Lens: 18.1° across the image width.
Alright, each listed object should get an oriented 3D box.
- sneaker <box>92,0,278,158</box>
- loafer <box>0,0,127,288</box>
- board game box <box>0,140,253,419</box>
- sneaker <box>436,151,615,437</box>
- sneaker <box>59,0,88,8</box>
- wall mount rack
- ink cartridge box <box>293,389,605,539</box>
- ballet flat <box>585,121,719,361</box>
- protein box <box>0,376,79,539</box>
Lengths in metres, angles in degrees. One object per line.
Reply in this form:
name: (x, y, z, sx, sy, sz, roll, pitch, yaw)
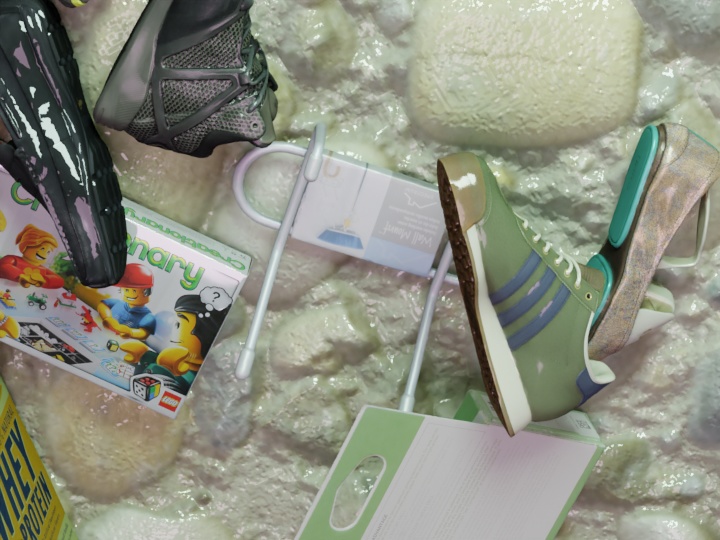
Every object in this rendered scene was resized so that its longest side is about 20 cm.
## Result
sneaker: (-0.083, -0.154, 1.456, 0.114, 0.076, 0.200, 26, 117, -10)
loafer: (-0.207, -0.081, 1.485, 0.070, 0.068, 0.202, -18, 95, 10)
board game box: (-0.190, 0.006, 1.558, 0.199, 0.035, 0.127, 25, 113, -8)
sneaker: (0.111, 0.006, 1.459, 0.089, 0.067, 0.201, -17, 115, -5)
sneaker: (-0.137, -0.249, 1.413, 0.200, 0.076, 0.076, -39, 108, 17)
wall mount rack: (0.000, 0.000, 1.518, 0.199, 0.075, 0.175, 17, 115, -7)
ink cartridge box: (0.053, 0.151, 1.565, 0.199, 0.048, 0.146, 13, 118, -27)
ballet flat: (0.189, -0.002, 1.515, 0.067, 0.068, 0.201, 17, 117, -12)
protein box: (-0.328, 0.189, 1.597, 0.199, 0.135, 0.200, -17, 112, 12)
